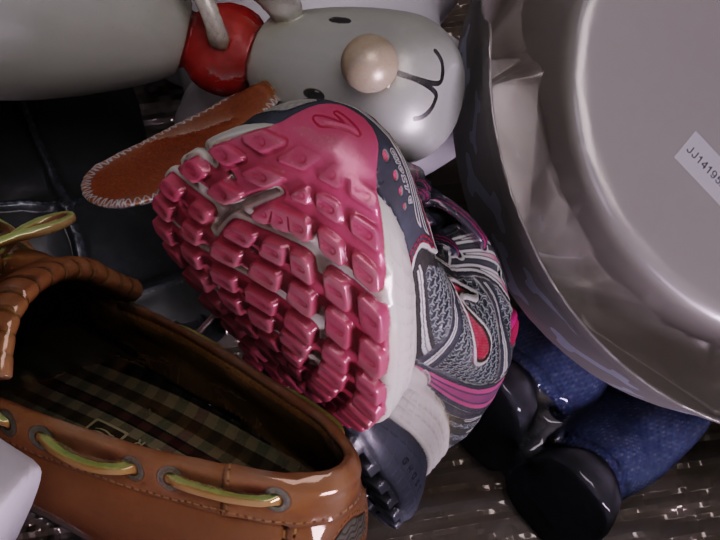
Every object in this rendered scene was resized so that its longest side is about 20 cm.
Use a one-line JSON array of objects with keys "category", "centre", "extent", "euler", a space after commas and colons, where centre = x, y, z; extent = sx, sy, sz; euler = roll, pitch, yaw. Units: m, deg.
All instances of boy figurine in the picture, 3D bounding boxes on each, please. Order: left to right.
[{"category": "boy figurine", "centre": [0.115, -0.004, 0.826], "extent": [0.124, 0.064, 0.200], "euler": [46, 67, 6]}]

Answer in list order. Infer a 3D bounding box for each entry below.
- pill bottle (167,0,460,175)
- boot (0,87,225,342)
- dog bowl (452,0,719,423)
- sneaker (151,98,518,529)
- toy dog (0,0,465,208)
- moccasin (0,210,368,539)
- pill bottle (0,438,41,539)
[{"category": "pill bottle", "centre": [-0.029, -0.127, 0.818], "extent": [0.115, 0.116, 0.201], "euler": [-9, 71, -14]}, {"category": "boot", "centre": [-0.149, -0.049, 0.791], "extent": [0.164, 0.066, 0.201], "euler": [-16, 75, -23]}, {"category": "dog bowl", "centre": [0.117, -0.047, 0.766], "extent": [0.199, 0.059, 0.202], "euler": [4, 80, -20]}, {"category": "sneaker", "centre": [0.000, 0.000, 0.684], "extent": [0.080, 0.200, 0.075], "euler": [38, 78, 16]}, {"category": "toy dog", "centre": [-0.076, -0.078, 0.705], "extent": [0.198, 0.096, 0.133], "euler": [-9, 82, 7]}, {"category": "moccasin", "centre": [-0.086, 0.023, 0.679], "extent": [0.201, 0.078, 0.074], "euler": [33, 45, 26]}, {"category": "pill bottle", "centre": [-0.187, 0.039, 0.631], "extent": [0.199, 0.113, 0.114], "euler": [31, 66, 2]}]
